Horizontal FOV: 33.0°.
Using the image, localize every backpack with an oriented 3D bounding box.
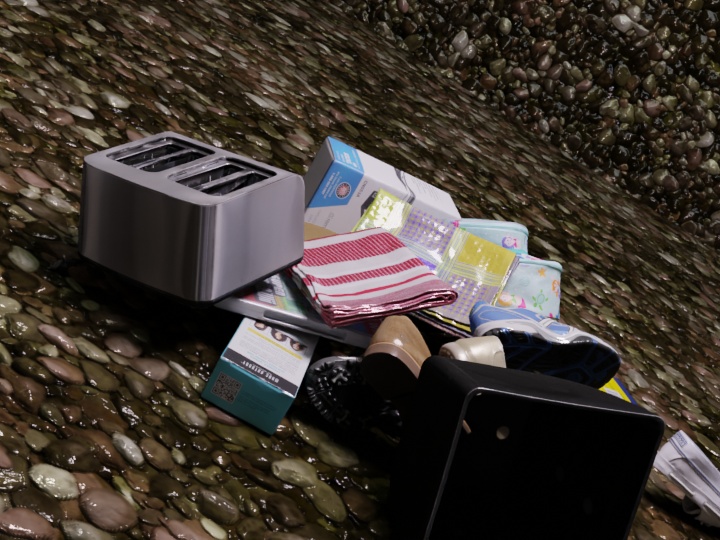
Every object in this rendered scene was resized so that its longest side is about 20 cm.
[{"bbox_3d":[0.155,0.015,1.532,0.198,0.152,0.178,9,-9,0],"label":"backpack"}]

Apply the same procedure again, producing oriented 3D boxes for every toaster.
[{"bbox_3d":[-0.178,-0.052,1.232,0.180,0.120,0.200,20,27,29],"label":"toaster"}]

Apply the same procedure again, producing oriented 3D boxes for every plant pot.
[{"bbox_3d":[0.128,0.181,1.129,0.198,0.201,0.177,10,13,-21],"label":"plant pot"}]

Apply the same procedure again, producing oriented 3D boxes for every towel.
[{"bbox_3d":[0.078,-0.009,1.418,0.199,0.023,0.144,27,55,12],"label":"towel"},{"bbox_3d":[0.000,0.000,1.313,0.143,0.023,0.200,-10,26,-19],"label":"towel"}]

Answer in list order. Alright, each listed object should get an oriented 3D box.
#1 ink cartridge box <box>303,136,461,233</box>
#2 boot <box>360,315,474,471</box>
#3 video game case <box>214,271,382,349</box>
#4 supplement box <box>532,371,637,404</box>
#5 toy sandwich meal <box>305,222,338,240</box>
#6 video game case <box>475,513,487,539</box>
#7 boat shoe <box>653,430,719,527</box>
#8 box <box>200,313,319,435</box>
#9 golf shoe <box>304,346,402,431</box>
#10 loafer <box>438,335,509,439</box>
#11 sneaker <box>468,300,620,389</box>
[{"bbox_3d":[0.012,-0.066,1.629,0.199,0.146,0.084,23,21,-21],"label":"ink cartridge box"},{"bbox_3d":[0.072,0.129,1.245,0.201,0.073,0.076,58,32,-29],"label":"boot"},{"bbox_3d":[-0.071,0.027,1.318,0.199,0.018,0.143,17,20,-20],"label":"video game case"},{"bbox_3d":[0.225,0.173,1.423,0.199,0.109,0.110,21,22,-27],"label":"supplement box"},{"bbox_3d":[-0.039,0.012,1.497,0.204,0.071,0.205,25,17,-8],"label":"toy sandwich meal"},{"bbox_3d":[0.199,0.317,1.178,0.199,0.019,0.143,27,20,-14],"label":"video game case"},{"bbox_3d":[0.437,0.286,1.532,0.200,0.065,0.074,48,7,-17],"label":"boat shoe"},{"bbox_3d":[-0.096,0.089,1.243,0.082,0.049,0.200,29,20,-3],"label":"box"},{"bbox_3d":[-0.002,0.120,1.290,0.199,0.078,0.094,21,11,-48],"label":"golf shoe"},{"bbox_3d":[0.142,0.151,1.273,0.076,0.068,0.201,48,-18,55],"label":"loafer"},{"bbox_3d":[0.206,0.079,1.347,0.199,0.076,0.077,20,27,-29],"label":"sneaker"}]
